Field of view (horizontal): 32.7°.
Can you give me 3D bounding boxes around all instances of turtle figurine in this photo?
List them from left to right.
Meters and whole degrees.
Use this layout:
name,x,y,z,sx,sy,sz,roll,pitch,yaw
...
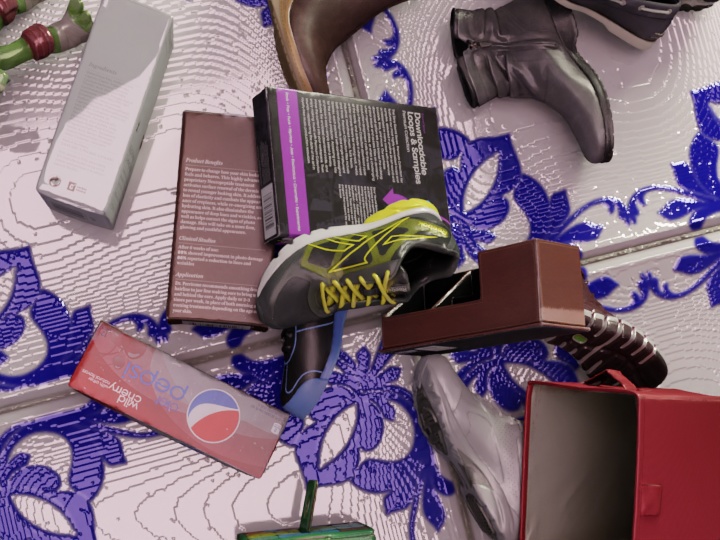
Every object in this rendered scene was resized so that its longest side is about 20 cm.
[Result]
name,x,y,z,sx,sy,sz,roll,pitch,yaw
turtle figurine,-0.352,-0.225,1.121,0.194,0.143,0.201,-39,132,-28

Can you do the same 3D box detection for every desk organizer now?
name,x,y,z,sx,sy,sz,roll,pitch,yaw
desk organizer,0.109,0.029,1.137,0.071,0.199,0.078,8,75,-43

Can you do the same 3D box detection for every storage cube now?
name,x,y,z,sx,sy,sz,roll,pitch,yaw
storage cube,0.267,0.195,1.123,0.178,0.171,0.202,6,86,-26

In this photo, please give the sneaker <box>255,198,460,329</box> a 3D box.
name,x,y,z,sx,sy,sz,roll,pitch,yaw
sneaker,0.000,0.000,1.103,0.199,0.085,0.075,-28,130,-14

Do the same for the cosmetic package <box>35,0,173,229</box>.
name,x,y,z,sx,sy,sz,roll,pitch,yaw
cosmetic package,-0.238,-0.149,1.163,0.073,0.102,0.202,19,82,-6

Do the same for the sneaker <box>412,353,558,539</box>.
name,x,y,z,sx,sy,sz,roll,pitch,yaw
sneaker,0.124,0.161,1.193,0.099,0.078,0.201,-30,96,-17

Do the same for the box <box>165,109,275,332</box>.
name,x,y,z,sx,sy,sz,roll,pitch,yaw
box,-0.130,-0.045,1.179,0.099,0.075,0.202,5,84,-7

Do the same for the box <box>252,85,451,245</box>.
name,x,y,z,sx,sy,sz,roll,pitch,yaw
box,-0.005,-0.093,1.175,0.199,0.036,0.144,2,75,-32

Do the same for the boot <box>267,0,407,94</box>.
name,x,y,z,sx,sy,sz,roll,pitch,yaw
boot,-0.008,-0.262,1.222,0.165,0.072,0.202,-14,81,-7

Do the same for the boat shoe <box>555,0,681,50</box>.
name,x,y,z,sx,sy,sz,roll,pitch,yaw
boat shoe,0.239,-0.294,1.232,0.199,0.063,0.073,24,42,-27

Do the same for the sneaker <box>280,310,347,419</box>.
name,x,y,z,sx,sy,sz,roll,pitch,yaw
sneaker,-0.054,0.038,1.177,0.077,0.070,0.202,22,71,-15

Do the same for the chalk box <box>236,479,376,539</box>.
name,x,y,z,sx,sy,sz,roll,pitch,yaw
chalk box,-0.048,0.295,1.120,0.123,0.125,0.202,-5,82,-9

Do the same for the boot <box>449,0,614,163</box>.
name,x,y,z,sx,sy,sz,roll,pitch,yaw
boot,0.169,-0.184,1.246,0.131,0.070,0.201,-17,74,-9

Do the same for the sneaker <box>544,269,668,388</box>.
name,x,y,z,sx,sy,sz,roll,pitch,yaw
sneaker,0.228,0.035,1.221,0.199,0.076,0.116,34,38,-27

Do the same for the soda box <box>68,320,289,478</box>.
name,x,y,z,sx,sy,sz,roll,pitch,yaw
soda box,-0.170,0.124,1.155,0.199,0.063,0.070,27,79,-3

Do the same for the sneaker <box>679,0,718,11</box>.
name,x,y,z,sx,sy,sz,roll,pitch,yaw
sneaker,0.288,-0.336,1.282,0.198,0.077,0.086,18,69,-12
